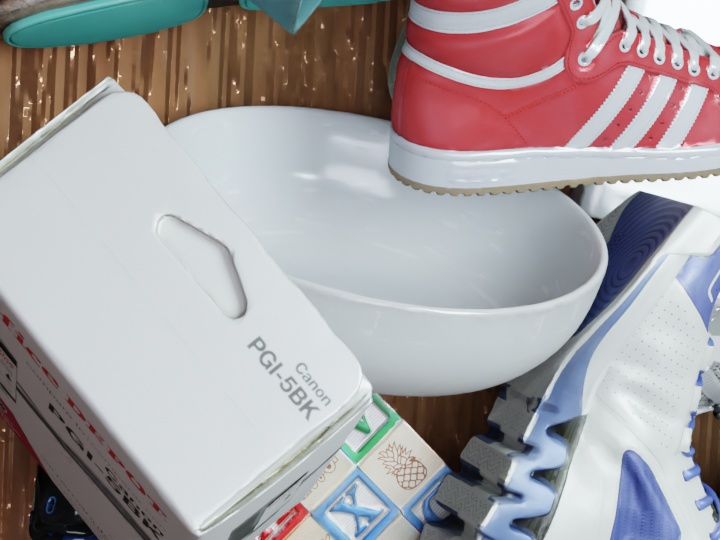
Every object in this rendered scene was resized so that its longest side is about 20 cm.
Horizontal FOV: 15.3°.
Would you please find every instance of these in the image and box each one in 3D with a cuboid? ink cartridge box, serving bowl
[{"bbox_3d":[-0.082,0.035,0.987,0.083,0.200,0.147,-38,83,-15],"label":"ink cartridge box"},{"bbox_3d":[0.000,0.000,1.113,0.199,0.200,0.066,8,113,-12],"label":"serving bowl"}]

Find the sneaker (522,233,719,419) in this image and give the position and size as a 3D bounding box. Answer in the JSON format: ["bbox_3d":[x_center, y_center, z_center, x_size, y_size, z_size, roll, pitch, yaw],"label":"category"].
[{"bbox_3d":[0.159,0.035,1.213,0.199,0.075,0.083,13,102,-2],"label":"sneaker"}]

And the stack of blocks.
[{"bbox_3d":[-0.057,0.132,1.177,0.200,0.059,0.115,-45,102,-4],"label":"stack of blocks"}]

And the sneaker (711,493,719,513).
[{"bbox_3d":[0.154,0.135,1.221,0.199,0.075,0.091,5,87,-18],"label":"sneaker"}]

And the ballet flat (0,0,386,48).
[{"bbox_3d":[-0.066,-0.140,1.150,0.199,0.068,0.068,-9,79,-16],"label":"ballet flat"}]

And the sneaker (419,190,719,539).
[{"bbox_3d":[0.118,0.072,1.148,0.115,0.081,0.200,30,92,-19],"label":"sneaker"}]

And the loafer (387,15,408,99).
[{"bbox_3d":[0.081,-0.152,1.176,0.063,0.072,0.201,23,98,-30],"label":"loafer"}]

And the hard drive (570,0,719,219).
[{"bbox_3d":[0.179,-0.111,1.215,0.131,0.026,0.201,12,94,-13],"label":"hard drive"}]

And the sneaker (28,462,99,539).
[{"bbox_3d":[-0.132,0.051,1.112,0.199,0.073,0.112,25,71,7],"label":"sneaker"}]

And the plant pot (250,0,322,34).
[{"bbox_3d":[-0.061,-0.230,1.080,0.199,0.142,0.142,34,67,7],"label":"plant pot"}]

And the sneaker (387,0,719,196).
[{"bbox_3d":[0.109,-0.099,1.131,0.199,0.071,0.113,-9,119,-20],"label":"sneaker"}]
